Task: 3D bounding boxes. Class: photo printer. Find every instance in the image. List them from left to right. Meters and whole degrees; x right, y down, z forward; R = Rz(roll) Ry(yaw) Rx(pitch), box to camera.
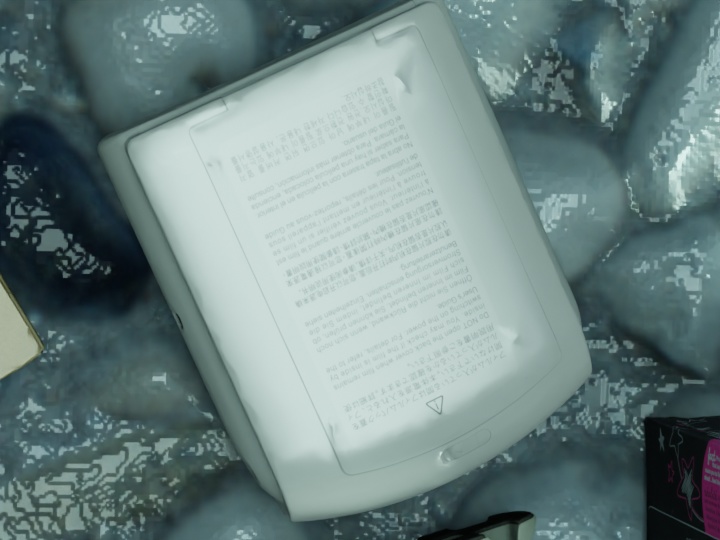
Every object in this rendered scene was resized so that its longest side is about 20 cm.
[{"bbox_3d":[0.000,0.000,1.183,0.166,0.069,0.200,-26,97,-9],"label":"photo printer"}]

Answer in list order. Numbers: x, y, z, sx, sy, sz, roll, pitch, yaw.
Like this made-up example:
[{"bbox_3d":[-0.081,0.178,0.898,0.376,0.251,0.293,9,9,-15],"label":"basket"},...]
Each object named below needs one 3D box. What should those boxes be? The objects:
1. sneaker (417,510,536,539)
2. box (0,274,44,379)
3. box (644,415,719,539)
[{"bbox_3d":[-0.006,0.174,1.186,0.200,0.074,0.089,-15,93,-10],"label":"sneaker"},{"bbox_3d":[-0.255,-0.008,1.156,0.163,0.021,0.200,-32,98,-8],"label":"box"},{"bbox_3d":[0.203,0.134,1.161,0.115,0.200,0.132,-1,93,-10],"label":"box"}]
